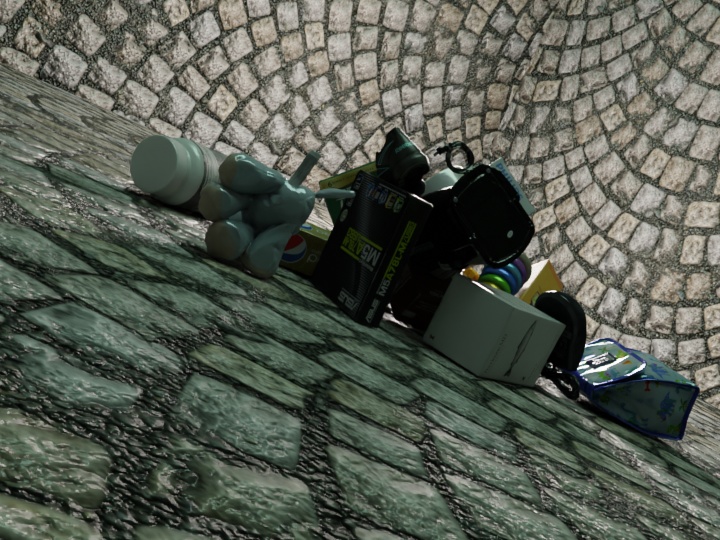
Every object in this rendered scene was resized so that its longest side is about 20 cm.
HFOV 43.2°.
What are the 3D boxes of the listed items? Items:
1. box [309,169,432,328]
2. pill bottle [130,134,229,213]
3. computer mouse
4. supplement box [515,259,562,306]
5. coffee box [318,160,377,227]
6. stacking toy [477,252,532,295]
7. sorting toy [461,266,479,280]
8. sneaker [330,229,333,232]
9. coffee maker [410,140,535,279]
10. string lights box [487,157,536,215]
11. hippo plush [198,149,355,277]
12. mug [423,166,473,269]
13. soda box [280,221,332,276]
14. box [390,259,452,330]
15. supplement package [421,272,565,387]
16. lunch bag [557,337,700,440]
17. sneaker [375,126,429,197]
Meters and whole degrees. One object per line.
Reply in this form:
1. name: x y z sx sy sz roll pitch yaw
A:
1. box: 0.010 -0.037 1.340 0.047 0.194 0.200 24 7 -27
2. pill bottle: -0.287 -0.159 1.530 0.113 0.114 0.200 28 6 26
3. computer mouse: 0.327 0.106 1.500 0.053 0.201 0.138 -31 49 -31
4. supplement box: 0.303 0.055 1.658 0.067 0.069 0.200 61 36 -10
5. coffee box: 0.009 -0.091 1.685 0.122 0.201 0.044 -18 9 0
6. stacking toy: 0.227 0.041 1.566 0.085 0.086 0.200 27 43 12
7. sorting toy: 0.186 0.029 1.727 0.199 0.107 0.180 21 28 -44
8. sneaker: 0.000 0.000 1.614 0.200 0.075 0.076 46 8 36
9. coffee maker: 0.146 -0.088 1.395 0.134 0.193 0.200 -15 0 -25
10. string lights box: 0.196 -0.098 1.498 0.103 0.059 0.200 57 -23 3
11. hippo plush: -0.147 -0.096 1.286 0.159 0.200 0.161 47 -8 -15
12. mug: 0.187 -0.095 1.673 0.153 0.186 0.150 53 -16 17
13. soda box: -0.083 -0.035 1.461 0.199 0.068 0.064 22 16 -17
14. box: 0.091 0.001 1.522 0.100 0.075 0.201 20 39 -34
15. supplement package: 0.208 0.095 1.394 0.117 0.117 0.200 32 9 35
16. lunch bag: 0.455 0.199 1.590 0.199 0.128 0.170 11 11 -13
17. sneaker: 0.062 -0.156 1.437 0.080 0.075 0.200 61 -17 14
